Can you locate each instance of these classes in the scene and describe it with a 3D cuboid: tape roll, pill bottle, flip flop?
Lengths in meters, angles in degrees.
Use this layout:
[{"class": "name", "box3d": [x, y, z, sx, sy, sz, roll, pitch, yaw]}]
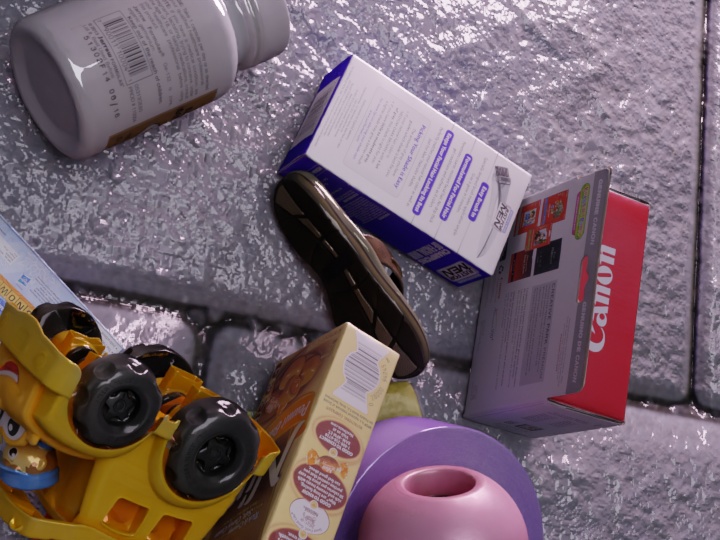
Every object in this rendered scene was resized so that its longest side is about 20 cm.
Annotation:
[{"class": "tape roll", "box3d": [0.048, 0.220, 1.055, 0.200, 0.066, 0.200, -1, 93, -29]}, {"class": "pill bottle", "box3d": [-0.159, -0.175, 1.030, 0.200, 0.114, 0.114, -29, 93, -29]}, {"class": "flip flop", "box3d": [0.000, 0.000, 1.105, 0.058, 0.081, 0.200, -33, 90, -44]}]

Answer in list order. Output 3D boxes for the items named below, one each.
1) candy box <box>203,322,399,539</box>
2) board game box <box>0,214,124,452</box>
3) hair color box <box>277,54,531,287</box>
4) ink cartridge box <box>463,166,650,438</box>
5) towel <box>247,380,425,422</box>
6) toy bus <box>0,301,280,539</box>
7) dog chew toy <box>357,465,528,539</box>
[{"class": "candy box", "box3d": [-0.049, 0.146, 0.978, 0.055, 0.115, 0.200, 33, 57, -17]}, {"class": "board game box", "box3d": [-0.308, 0.053, 0.943, 0.200, 0.041, 0.200, 50, 62, -10]}, {"class": "hair color box", "box3d": [0.041, -0.083, 1.145, 0.200, 0.065, 0.109, 32, 66, -16]}, {"class": "ink cartridge box", "box3d": [0.180, 0.032, 1.127, 0.084, 0.176, 0.200, 18, 72, -23]}, {"class": "towel", "box3d": [-0.022, 0.172, 1.078, 0.200, 0.023, 0.144, -7, 83, -29]}, {"class": "toy bus", "box3d": [-0.189, 0.139, 0.918, 0.200, 0.136, 0.192, 32, 91, -39]}, {"class": "dog chew toy", "box3d": [0.062, 0.248, 0.963, 0.124, 0.125, 0.200, -11, 105, -29]}]
